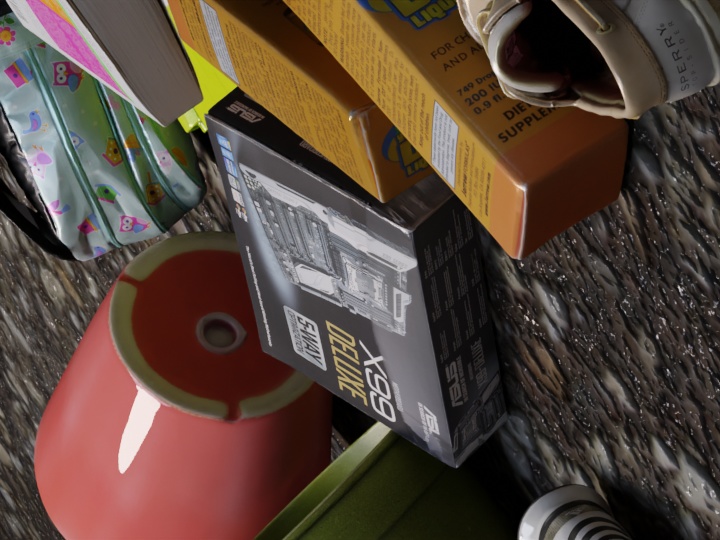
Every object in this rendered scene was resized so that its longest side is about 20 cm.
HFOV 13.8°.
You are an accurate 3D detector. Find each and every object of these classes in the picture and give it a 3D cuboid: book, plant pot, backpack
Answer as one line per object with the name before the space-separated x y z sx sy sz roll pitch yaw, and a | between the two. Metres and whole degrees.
book | -0.156 -0.154 1.478 0.200 0.048 0.134 36 158 57
plant pot | -0.103 0.081 1.909 0.200 0.200 0.177 51 150 21
backpack | -0.182 -0.106 1.869 0.167 0.126 0.200 -65 -48 -76
plant pot | 0.031 0.209 1.780 0.193 0.200 0.200 46 162 -1

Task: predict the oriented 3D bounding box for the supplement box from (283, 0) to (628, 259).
supplement box | 0.040 -0.103 1.406 0.200 0.066 0.069 48 160 27

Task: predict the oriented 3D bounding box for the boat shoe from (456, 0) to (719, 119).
boat shoe | 0.085 -0.105 1.276 0.200 0.069 0.074 18 136 63

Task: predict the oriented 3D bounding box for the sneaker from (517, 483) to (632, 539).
sneaker | 0.148 0.223 1.613 0.201 0.076 0.115 69 169 -24

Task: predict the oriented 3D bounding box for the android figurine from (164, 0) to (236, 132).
android figurine | -0.092 -0.140 1.741 0.200 0.041 0.182 57 162 -1

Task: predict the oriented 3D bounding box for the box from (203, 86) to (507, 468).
box | 0.000 0.000 1.661 0.158 0.050 0.200 31 150 32

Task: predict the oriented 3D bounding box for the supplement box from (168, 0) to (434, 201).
supplement box | -0.025 -0.116 1.533 0.200 0.066 0.069 40 155 45
